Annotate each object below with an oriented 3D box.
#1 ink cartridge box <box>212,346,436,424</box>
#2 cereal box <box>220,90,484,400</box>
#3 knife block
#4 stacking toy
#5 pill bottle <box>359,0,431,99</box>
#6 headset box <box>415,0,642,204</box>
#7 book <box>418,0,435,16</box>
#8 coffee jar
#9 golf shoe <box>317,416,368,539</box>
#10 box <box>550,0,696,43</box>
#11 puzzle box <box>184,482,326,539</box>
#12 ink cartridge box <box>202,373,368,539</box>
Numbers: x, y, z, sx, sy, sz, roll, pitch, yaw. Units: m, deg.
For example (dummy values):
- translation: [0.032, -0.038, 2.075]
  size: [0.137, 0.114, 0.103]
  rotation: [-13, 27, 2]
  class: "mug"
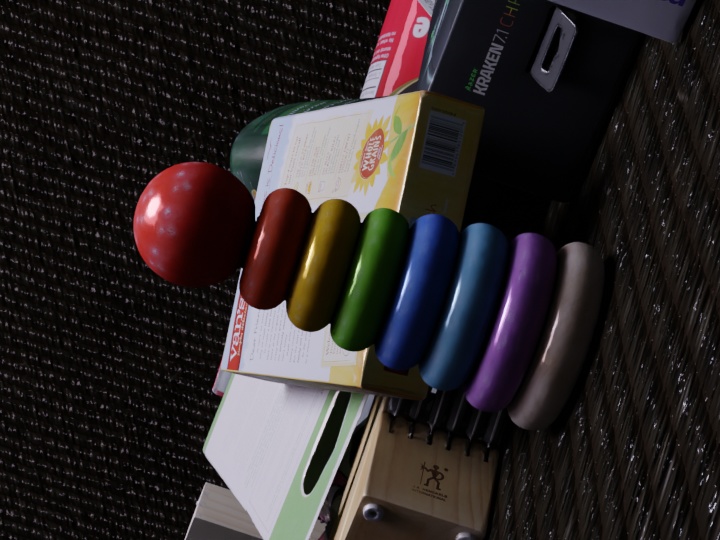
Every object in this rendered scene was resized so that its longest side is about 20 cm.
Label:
- translation: [-0.008, 0.035, 1.391]
  size: [0.200, 0.145, 0.083]
  rotation: [-82, 9, -73]
  class: "ink cartridge box"
- translation: [-0.009, -0.011, 1.069]
  size: [0.200, 0.039, 0.144]
  rotation: [-179, 101, -68]
  class: "cereal box"
- translation: [0.031, 0.098, 1.090]
  size: [0.176, 0.064, 0.200]
  rotation: [-74, 3, -52]
  class: "knife block"
- translation: [0.000, 0.000, 0.911]
  size: [0.085, 0.200, 0.085]
  rotation: [-161, 90, -87]
  class: "stacking toy"
- translation: [0.058, -0.117, 1.424]
  size: [0.112, 0.112, 0.200]
  rotation: [123, 164, -79]
  class: "pill bottle"
- translation: [0.099, -0.158, 1.100]
  size: [0.200, 0.093, 0.174]
  rotation: [-77, 6, -58]
  class: "headset box"
- translation: [0.080, -0.212, 1.274]
  size: [0.134, 0.048, 0.200]
  rotation: [-59, -19, -2]
  class: "book"
- translation: [0.014, -0.057, 1.248]
  size: [0.085, 0.104, 0.200]
  rotation: [-31, 14, -35]
  class: "coffee jar"
- translation: [0.015, 0.119, 1.208]
  size: [0.200, 0.073, 0.092]
  rotation: [-107, 37, -77]
  class: "golf shoe"
- translation: [0.074, -0.215, 0.880]
  size: [0.177, 0.200, 0.097]
  rotation: [113, 175, -46]
  class: "box"
- translation: [-0.054, 0.196, 1.387]
  size: [0.200, 0.133, 0.025]
  rotation: [116, 171, -67]
  class: "puzzle box"
- translation: [-0.021, 0.073, 1.153]
  size: [0.146, 0.048, 0.200]
  rotation: [-68, 24, 8]
  class: "ink cartridge box"
